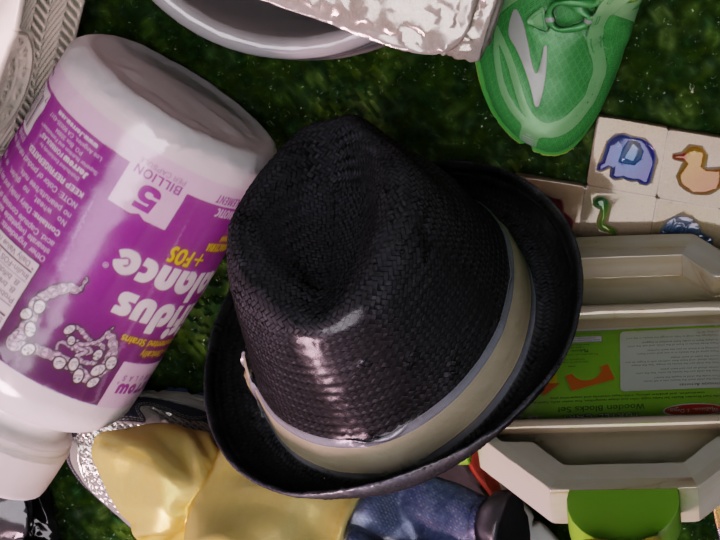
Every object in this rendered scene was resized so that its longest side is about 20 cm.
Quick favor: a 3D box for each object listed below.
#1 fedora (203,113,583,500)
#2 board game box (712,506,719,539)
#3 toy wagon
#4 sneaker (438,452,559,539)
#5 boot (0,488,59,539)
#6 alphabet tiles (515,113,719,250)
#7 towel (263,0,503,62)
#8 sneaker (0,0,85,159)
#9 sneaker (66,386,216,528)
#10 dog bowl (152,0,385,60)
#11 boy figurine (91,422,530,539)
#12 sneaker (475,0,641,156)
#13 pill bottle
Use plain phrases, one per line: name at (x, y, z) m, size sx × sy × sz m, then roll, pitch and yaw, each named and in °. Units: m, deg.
fedora at (0.000, 0.000, 1.153) m, size 0.200 × 0.201 × 0.092 m, roll -17°, pitch 131°, yaw 14°
board game box at (0.258, 0.087, 1.223) m, size 0.199 × 0.035 × 0.136 m, roll -10°, pitch 106°, yaw 9°
toy wagon at (0.113, 0.061, 1.157) m, size 0.154 × 0.201 × 0.040 m, roll -2°, pitch 134°, yaw 9°
sneaker at (0.025, 0.111, 1.238) m, size 0.082 × 0.077 × 0.200 m, roll -42°, pitch 98°, yaw -19°
boot at (-0.255, 0.112, 1.303) m, size 0.199 × 0.066 × 0.166 m, roll -10°, pitch 113°, yaw 15°
alphabet tiles at (0.162, 0.019, 1.240) m, size 0.199 × 0.008 × 0.168 m, roll 10°, pitch 108°, yaw 7°
towel at (-0.020, -0.177, 1.137) m, size 0.199 × 0.034 × 0.133 m, roll 21°, pitch 107°, yaw 4°
sneaker at (-0.184, -0.100, 1.235) m, size 0.084 × 0.075 × 0.201 m, roll 31°, pitch 116°, yaw 22°
sneaker at (-0.056, 0.127, 1.266) m, size 0.200 × 0.085 × 0.077 m, roll 32°, pitch 109°, yaw 0°
dog bowl at (-0.029, -0.185, 1.184) m, size 0.199 × 0.059 × 0.201 m, roll 3°, pitch 108°, yaw 9°
boy figurine at (-0.031, 0.117, 1.190) m, size 0.199 × 0.064 × 0.125 m, roll 11°, pitch 69°, yaw 19°
sneaker at (0.100, -0.144, 1.159) m, size 0.074 × 0.084 × 0.201 m, roll 17°, pitch 109°, yaw -4°
pill bottle at (-0.131, 0.002, 1.220) m, size 0.112 × 0.112 × 0.200 m, roll 32°, pitch 105°, yaw -1°
